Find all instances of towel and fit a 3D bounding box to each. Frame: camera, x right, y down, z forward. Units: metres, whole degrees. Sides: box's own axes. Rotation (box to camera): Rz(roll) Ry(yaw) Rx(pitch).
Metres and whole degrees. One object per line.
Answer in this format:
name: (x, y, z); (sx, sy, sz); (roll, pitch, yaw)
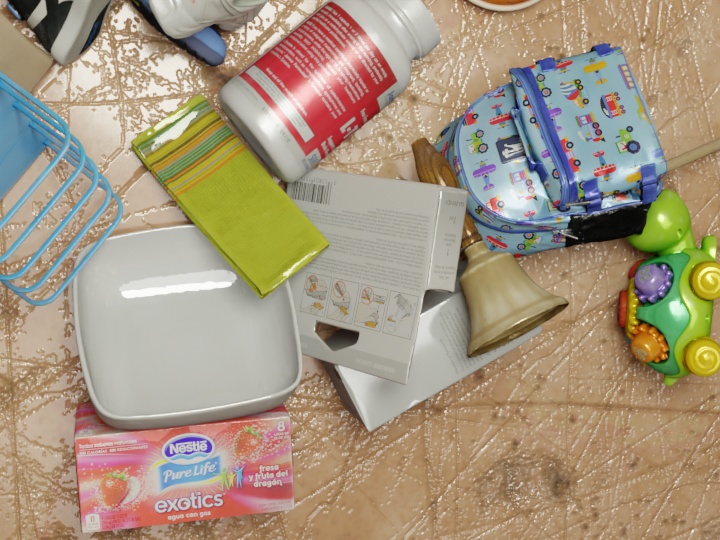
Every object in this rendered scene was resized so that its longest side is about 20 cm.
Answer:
towel: (-0.123, -0.072, 1.125); (0.086, 0.018, 0.200); (-39, 77, -11)

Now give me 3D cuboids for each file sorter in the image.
file sorter: (-0.298, -0.069, 1.015); (0.122, 0.200, 0.139); (36, 79, 10)

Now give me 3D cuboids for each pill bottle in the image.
pill bottle: (-0.026, -0.185, 1.131); (0.200, 0.112, 0.112); (-40, 102, -5)

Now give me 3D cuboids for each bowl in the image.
bowl: (-0.162, 0.058, 1.114); (0.198, 0.075, 0.201); (-7, 58, -13)

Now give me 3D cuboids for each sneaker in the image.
sneaker: (-0.259, -0.276, 1.039); (0.112, 0.200, 0.073); (43, 44, -3)
sneaker: (-0.103, -0.257, 1.069); (0.099, 0.200, 0.078); (-13, 109, 26)
sneaker: (-0.183, -0.278, 1.109); (0.082, 0.074, 0.200); (-42, 103, -8)

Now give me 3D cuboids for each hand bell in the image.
hand bell: (0.097, -0.032, 1.099); (0.104, 0.104, 0.201); (-26, 78, -8)

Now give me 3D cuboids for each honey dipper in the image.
honey dipper: (0.361, -0.125, 1.231); (0.199, 0.038, 0.038); (-24, 101, -27)

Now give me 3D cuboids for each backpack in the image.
backpack: (0.172, -0.110, 1.158); (0.199, 0.135, 0.184); (-12, 72, -2)

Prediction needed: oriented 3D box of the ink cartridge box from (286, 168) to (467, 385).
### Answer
ink cartridge box: (0.000, 0.000, 1.117); (0.045, 0.199, 0.177); (6, 95, -46)

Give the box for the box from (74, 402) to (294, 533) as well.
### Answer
box: (-0.168, 0.176, 1.140); (0.199, 0.103, 0.095); (-4, 103, -11)

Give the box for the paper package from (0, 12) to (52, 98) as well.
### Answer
paper package: (-0.380, -0.154, 1.014); (0.103, 0.191, 0.200); (35, 86, 9)

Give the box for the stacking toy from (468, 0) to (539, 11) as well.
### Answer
stacking toy: (0.160, -0.324, 1.113); (0.145, 0.200, 0.147); (-1, 96, -13)

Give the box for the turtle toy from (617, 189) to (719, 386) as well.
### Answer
turtle toy: (0.315, 0.018, 1.224); (0.100, 0.146, 0.201); (3, 94, 8)

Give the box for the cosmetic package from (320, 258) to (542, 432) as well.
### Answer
cosmetic package: (0.064, 0.067, 1.178); (0.199, 0.113, 0.081); (-30, 101, -6)
